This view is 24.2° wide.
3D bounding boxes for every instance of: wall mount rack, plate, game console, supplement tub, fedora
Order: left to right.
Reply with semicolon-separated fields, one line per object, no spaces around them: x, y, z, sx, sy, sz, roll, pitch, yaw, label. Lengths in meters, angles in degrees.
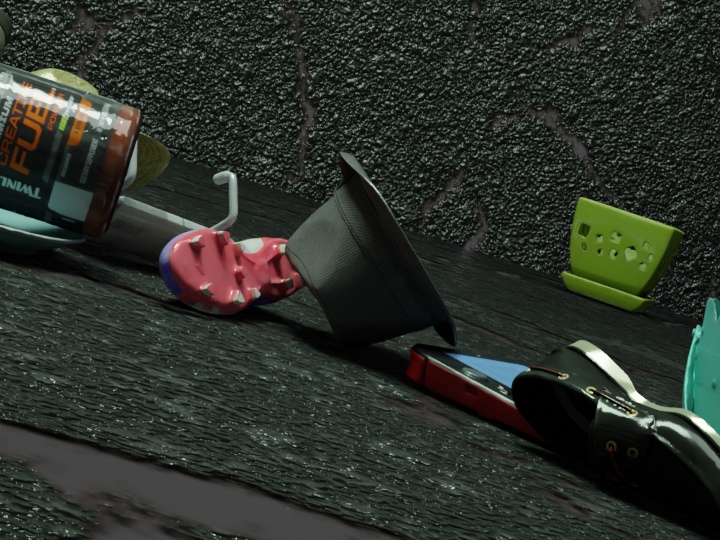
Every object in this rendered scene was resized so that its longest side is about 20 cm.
-0.307;-0.044;1.275;0.199;0.026;0.200;18;5;-2;plate
-0.273;-0.102;1.271;0.199;0.108;0.107;17;5;-10;supplement tub
-0.206;-0.050;1.446;0.173;0.075;0.200;-25;-32;36;wall mount rack
0.000;0.000;1.331;0.177;0.090;0.200;59;2;-15;fedora
0.146;0.103;1.275;0.176;0.031;0.200;21;6;38;game console

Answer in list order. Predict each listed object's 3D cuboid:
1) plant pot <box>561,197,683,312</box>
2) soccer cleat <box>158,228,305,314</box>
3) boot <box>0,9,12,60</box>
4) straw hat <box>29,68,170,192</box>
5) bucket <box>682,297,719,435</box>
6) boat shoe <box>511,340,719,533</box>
0.504;-0.025;3.282;0.198;0.182;0.200;19;5;17;plant pot
-0.112;0.004;1.325;0.076;0.067;0.200;-14;-4;24;soccer cleat
-0.360;-0.124;1.392;0.068;0.200;0.131;29;33;-23;boot
-0.269;-0.127;1.454;0.200;0.086;0.201;-8;-17;-2;straw hat
0.314;0.113;1.153;0.206;0.135;0.207;18;4;-1;bucket
0.175;0.115;1.083;0.063;0.074;0.201;-24;37;-24;boat shoe
